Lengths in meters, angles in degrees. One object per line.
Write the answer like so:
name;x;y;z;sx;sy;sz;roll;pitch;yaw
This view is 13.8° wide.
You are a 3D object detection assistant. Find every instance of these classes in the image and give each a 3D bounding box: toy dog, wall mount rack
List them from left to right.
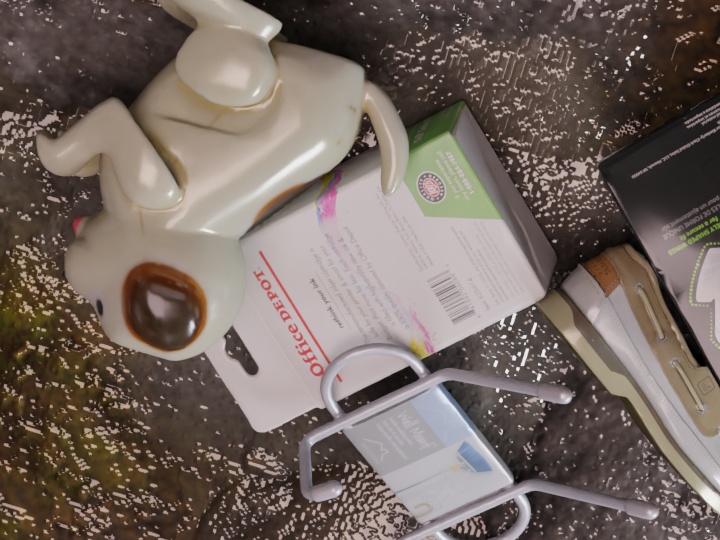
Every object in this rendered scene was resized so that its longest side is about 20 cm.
toy dog;-0.090;-0.047;1.676;0.194;0.140;0.200;27;89;-9
wall mount rack;0.067;0.117;1.743;0.174;0.075;0.200;-25;131;16

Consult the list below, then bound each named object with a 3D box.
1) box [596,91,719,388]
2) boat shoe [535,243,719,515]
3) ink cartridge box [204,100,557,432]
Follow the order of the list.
box;0.232;0.000;1.631;0.124;0.149;0.200;-29;86;6
boat shoe;0.188;0.070;1.740;0.068;0.075;0.200;-41;116;0
ink cartridge box;0.000;0.000;1.748;0.200;0.067;0.117;-27;105;18
